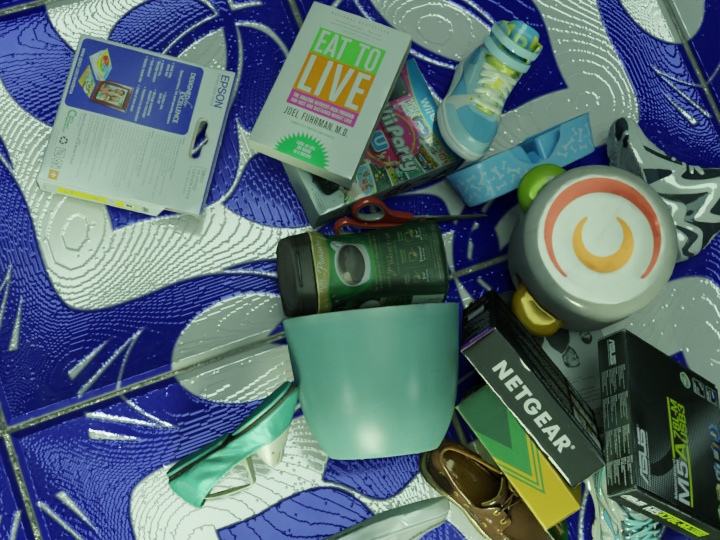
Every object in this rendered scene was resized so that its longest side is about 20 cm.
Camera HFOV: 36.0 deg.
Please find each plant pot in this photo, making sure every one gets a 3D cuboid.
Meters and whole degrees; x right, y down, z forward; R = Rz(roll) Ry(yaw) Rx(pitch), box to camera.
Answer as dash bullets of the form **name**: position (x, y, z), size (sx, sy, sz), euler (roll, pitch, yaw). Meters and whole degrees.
- **plant pot**: position (0.018, 0.126, 1.247), size (0.200, 0.201, 0.161), euler (-4, 86, -10)

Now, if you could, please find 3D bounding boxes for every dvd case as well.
- **dvd case**: position (0.234, 0.114, 1.366), size (0.150, 0.025, 0.200), euler (-14, 79, -12)

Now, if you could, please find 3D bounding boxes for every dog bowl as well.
- **dog bowl**: position (0.205, -0.137, 1.385), size (0.200, 0.111, 0.050), euler (-26, 94, -14)

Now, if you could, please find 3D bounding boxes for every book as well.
- **book**: position (-0.035, -0.213, 1.336), size (0.133, 0.048, 0.200), euler (22, 74, 3)

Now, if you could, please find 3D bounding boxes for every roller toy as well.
- **roller toy**: position (0.273, -0.021, 1.323), size (0.182, 0.140, 0.200), euler (2, 78, -3)

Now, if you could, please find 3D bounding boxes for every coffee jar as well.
- **coffee jar**: position (0.000, 0.000, 1.326), size (0.200, 0.085, 0.105), euler (-5, 77, -11)

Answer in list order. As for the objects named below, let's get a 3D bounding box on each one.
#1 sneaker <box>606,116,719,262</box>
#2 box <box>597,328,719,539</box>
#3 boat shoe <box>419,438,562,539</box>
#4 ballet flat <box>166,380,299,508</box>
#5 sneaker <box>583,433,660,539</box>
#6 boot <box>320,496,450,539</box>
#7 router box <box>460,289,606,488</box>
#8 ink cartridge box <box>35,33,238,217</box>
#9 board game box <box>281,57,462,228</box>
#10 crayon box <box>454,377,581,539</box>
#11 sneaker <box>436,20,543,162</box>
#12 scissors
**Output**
- **sneaker**: position (0.411, -0.123, 1.426), size (0.129, 0.079, 0.199), euler (-26, 81, -16)
- **box**: position (0.353, 0.193, 1.282), size (0.193, 0.047, 0.200), euler (31, 49, -34)
- **boat shoe**: position (0.157, 0.270, 1.291), size (0.200, 0.068, 0.072), euler (38, 73, 2)
- **ballet flat**: position (-0.127, 0.201, 1.237), size (0.200, 0.067, 0.070), euler (-38, 96, 18)
- **sneaker**: position (0.313, 0.291, 1.296), size (0.077, 0.086, 0.200), euler (-17, 87, -14)
- **boot**: position (0.022, 0.334, 1.260), size (0.200, 0.074, 0.096), euler (-22, 86, -5)
- **router box**: position (0.192, 0.128, 1.245), size (0.051, 0.149, 0.200), euler (-38, 98, 14)
- **ink cartridge box**: position (-0.269, -0.171, 1.350), size (0.200, 0.047, 0.198), euler (14, 73, -7)
- **board game box**: position (0.004, -0.159, 1.379), size (0.200, 0.064, 0.148), euler (-23, 80, -15)
- **crayon box**: position (0.192, 0.212, 1.258), size (0.051, 0.127, 0.200), euler (-37, 86, 11)
- **sneaker**: position (0.162, -0.232, 1.351), size (0.079, 0.131, 0.200), euler (28, 45, -16)
- **scissors**: position (0.062, -0.059, 1.383), size (0.200, 0.073, 0.014), euler (4, 47, -31)
